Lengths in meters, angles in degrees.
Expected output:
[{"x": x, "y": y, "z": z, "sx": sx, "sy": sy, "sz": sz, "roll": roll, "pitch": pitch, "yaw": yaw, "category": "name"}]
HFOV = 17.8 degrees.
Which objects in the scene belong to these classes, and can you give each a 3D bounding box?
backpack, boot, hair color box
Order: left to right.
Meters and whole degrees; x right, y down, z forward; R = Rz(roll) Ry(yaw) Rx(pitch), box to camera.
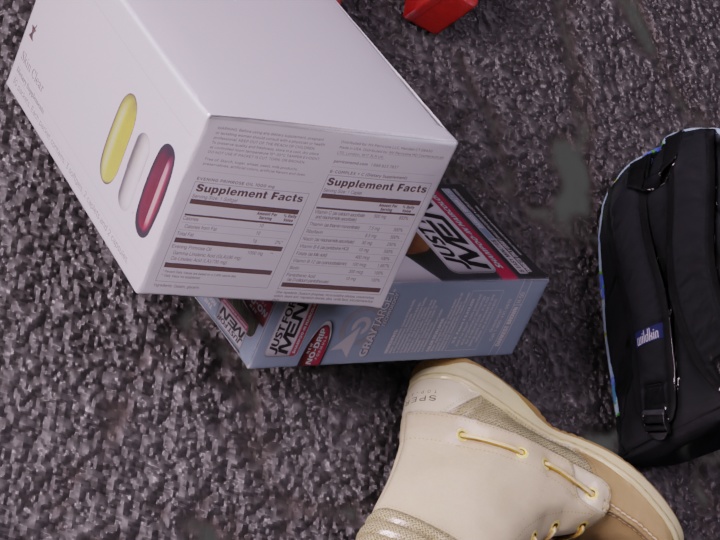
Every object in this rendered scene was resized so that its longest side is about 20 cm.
[{"x": 0.000, "y": 0.000, "z": 1.325, "sx": 0.200, "sy": 0.061, "sz": 0.099, "roll": -2, "pitch": 38, "yaw": -40, "category": "hair color box"}, {"x": 0.093, "y": 0.161, "z": 1.342, "sx": 0.200, "sy": 0.073, "sz": 0.156, "roll": 37, "pitch": 48, "yaw": -17, "category": "boot"}, {"x": 0.228, "y": 0.008, "z": 1.485, "sx": 0.154, "sy": 0.163, "sz": 0.200, "roll": 4, "pitch": 61, "yaw": -47, "category": "backpack"}]

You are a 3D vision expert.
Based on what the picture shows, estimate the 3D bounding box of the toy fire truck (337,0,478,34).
[{"x": 0.015, "y": -0.224, "z": 1.476, "sx": 0.141, "sy": 0.049, "sz": 0.200, "roll": 25, "pitch": 56, "yaw": -28, "category": "toy fire truck"}]

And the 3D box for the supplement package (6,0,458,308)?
[{"x": -0.074, "y": -0.086, "z": 1.230, "sx": 0.156, "sy": 0.111, "sz": 0.200, "roll": 4, "pitch": 33, "yaw": -35, "category": "supplement package"}]
